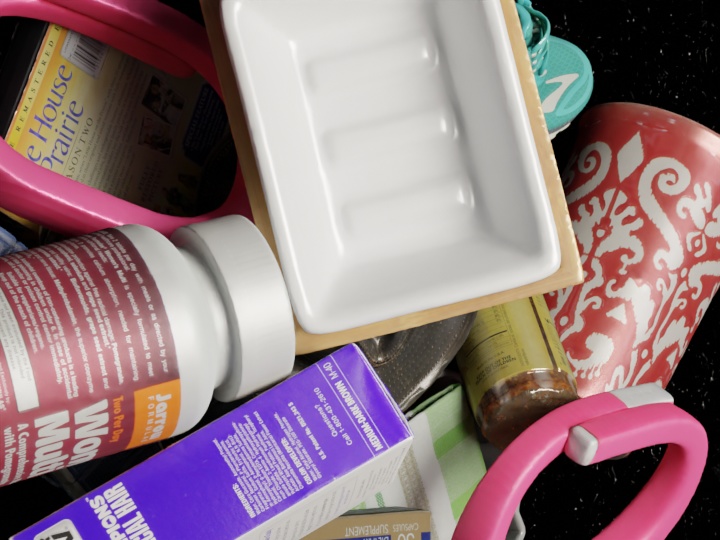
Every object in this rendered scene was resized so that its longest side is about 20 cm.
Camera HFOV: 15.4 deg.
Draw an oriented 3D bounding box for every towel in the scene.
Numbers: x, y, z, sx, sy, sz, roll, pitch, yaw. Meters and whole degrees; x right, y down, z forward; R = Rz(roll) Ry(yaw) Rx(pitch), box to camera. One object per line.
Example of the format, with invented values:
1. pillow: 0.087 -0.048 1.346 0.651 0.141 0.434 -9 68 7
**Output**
1. towel: 0.009 0.169 1.523 0.200 0.031 0.149 -31 114 -43

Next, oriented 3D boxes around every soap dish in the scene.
1. soap dish: 0.015 -0.071 1.376 0.157 0.081 0.200 -14 90 -2

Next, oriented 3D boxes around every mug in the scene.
1. mug: 0.178 0.022 1.728 0.178 0.133 0.200 42 65 -35

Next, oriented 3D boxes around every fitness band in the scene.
1. fitness band: -0.133 -0.082 1.388 0.200 0.037 0.144 21 55 -24
2. fitness band: 0.128 0.140 1.550 0.200 0.037 0.144 -9 127 -49

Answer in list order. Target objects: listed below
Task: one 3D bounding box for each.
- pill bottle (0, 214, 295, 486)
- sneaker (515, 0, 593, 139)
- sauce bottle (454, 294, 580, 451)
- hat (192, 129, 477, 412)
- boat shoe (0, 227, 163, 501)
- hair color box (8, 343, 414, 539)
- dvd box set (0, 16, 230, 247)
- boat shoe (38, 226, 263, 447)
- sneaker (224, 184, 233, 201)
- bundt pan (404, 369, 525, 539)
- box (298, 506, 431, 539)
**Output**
1. pill bottle: -0.140 0.039 1.305 0.200 0.110 0.110 -15 101 -23
2. sneaker: 0.078 -0.120 1.504 0.200 0.080 0.078 7 60 -53
3. sauce bottle: 0.079 0.018 1.605 0.066 0.066 0.200 34 29 -40
4. hat: 0.000 0.000 1.464 0.200 0.081 0.201 -4 100 -23
5. boat shoe: -0.184 0.054 1.396 0.072 0.072 0.200 -45 116 -29
6. hair color box: -0.077 0.121 1.349 0.200 0.109 0.065 -31 78 -14
7. dvd box set: -0.125 -0.060 1.486 0.200 0.029 0.146 33 68 -41
8. boat shoe: -0.103 0.049 1.422 0.074 0.066 0.199 -28 112 6
9. sneaker: 0.006 -0.054 1.538 0.200 0.087 0.074 -14 100 -45
10. bundt pan: 0.005 0.152 1.586 0.202 0.076 0.202 0 90 -44
11. box: -0.011 0.232 1.457 0.121 0.032 0.200 1 91 -48
